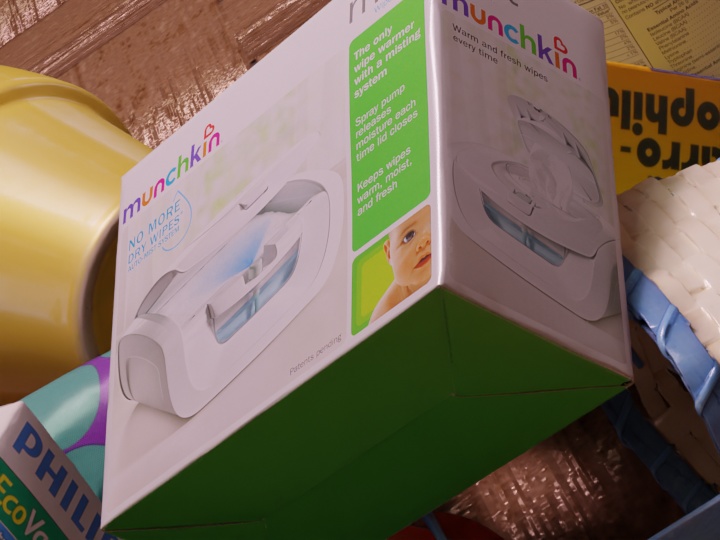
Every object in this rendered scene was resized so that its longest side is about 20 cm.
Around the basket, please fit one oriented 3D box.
[{"bbox_3d":[0.110,0.052,0.971,0.200,0.139,0.176,-24,31,-6],"label":"basket"}]

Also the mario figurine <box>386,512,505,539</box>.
[{"bbox_3d":[0.014,0.164,0.948,0.123,0.106,0.200,1,40,6],"label":"mario figurine"}]

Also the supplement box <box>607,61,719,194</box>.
[{"bbox_3d":[0.074,-0.030,1.158,0.200,0.109,0.110,-2,84,59],"label":"supplement box"}]

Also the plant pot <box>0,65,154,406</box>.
[{"bbox_3d":[-0.167,-0.004,1.427,0.189,0.201,0.201,16,54,41],"label":"plant pot"}]

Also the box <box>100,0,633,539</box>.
[{"bbox_3d":[0.000,0.000,0.971,0.200,0.097,0.177,-36,41,38],"label":"box"}]

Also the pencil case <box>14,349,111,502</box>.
[{"bbox_3d":[-0.082,0.070,1.133,0.200,0.092,0.085,-32,-12,6],"label":"pencil case"}]

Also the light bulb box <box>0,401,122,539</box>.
[{"bbox_3d":[-0.160,0.196,1.019,0.125,0.198,0.200,-17,32,33],"label":"light bulb box"}]

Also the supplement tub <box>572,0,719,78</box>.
[{"bbox_3d":[0.142,-0.144,1.229,0.145,0.200,0.145,-30,24,15],"label":"supplement tub"}]

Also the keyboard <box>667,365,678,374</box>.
[{"bbox_3d":[0.210,-0.021,1.147,0.200,0.011,0.056,-41,24,-9],"label":"keyboard"}]
